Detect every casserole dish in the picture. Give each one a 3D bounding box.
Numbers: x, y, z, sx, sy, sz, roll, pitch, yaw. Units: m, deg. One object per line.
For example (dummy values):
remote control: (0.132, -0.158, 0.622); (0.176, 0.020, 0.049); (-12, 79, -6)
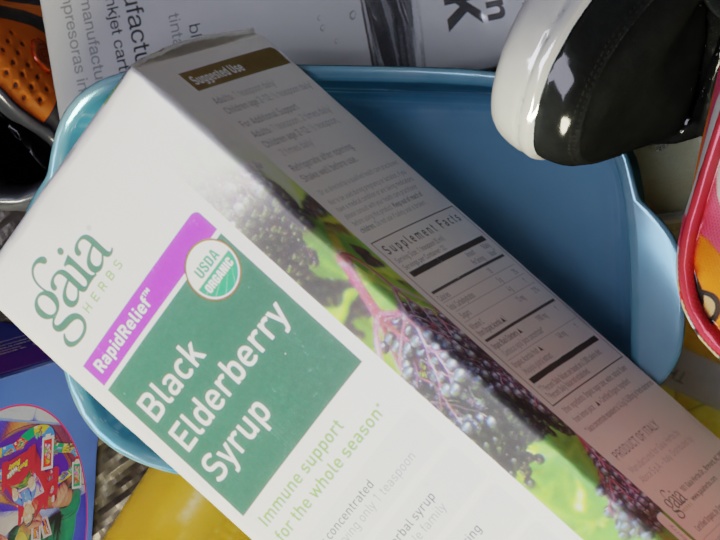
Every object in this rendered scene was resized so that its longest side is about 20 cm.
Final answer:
casserole dish: (0.000, 0.000, 0.810); (0.200, 0.039, 0.121); (3, 105, 25)

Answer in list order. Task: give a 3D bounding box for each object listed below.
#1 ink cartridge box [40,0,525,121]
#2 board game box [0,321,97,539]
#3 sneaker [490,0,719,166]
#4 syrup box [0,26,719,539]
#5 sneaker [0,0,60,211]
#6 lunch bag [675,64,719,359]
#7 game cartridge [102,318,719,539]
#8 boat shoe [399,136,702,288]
ink cartridge box: (0.004, -0.121, 0.855); (0.200, 0.084, 0.144); (-10, 90, 27)
board game box: (-0.155, 0.100, 0.909); (0.045, 0.200, 0.135); (10, 102, 26)
sneaker: (0.135, -0.067, 0.733); (0.112, 0.200, 0.073); (37, 143, 27)
syrup box: (0.007, 0.033, 0.748); (0.200, 0.081, 0.079); (42, 114, 9)
sneaker: (-0.139, -0.102, 0.917); (0.078, 0.112, 0.200); (-45, 78, 25)
lunch bag: (0.175, -0.015, 0.654); (0.200, 0.082, 0.176); (18, 99, 8)
game cartridge: (0.040, 0.069, 0.830); (0.200, 0.032, 0.176); (25, 75, 24)
boat shoe: (0.095, -0.035, 0.816); (0.200, 0.072, 0.062); (-1, 143, 13)
